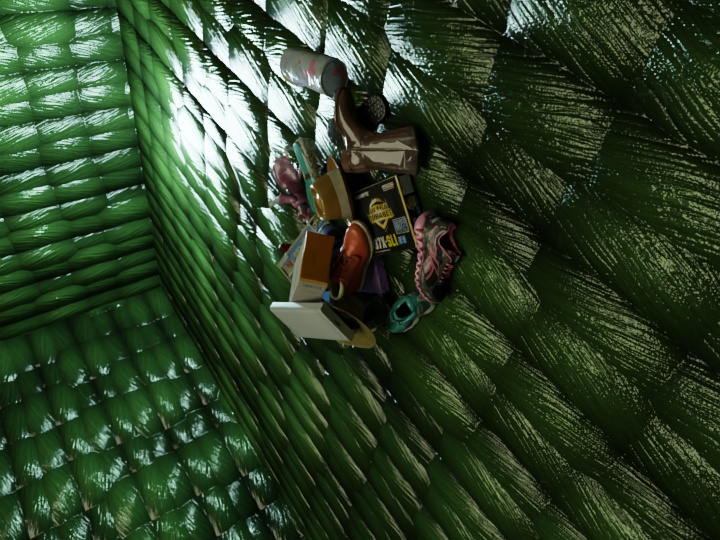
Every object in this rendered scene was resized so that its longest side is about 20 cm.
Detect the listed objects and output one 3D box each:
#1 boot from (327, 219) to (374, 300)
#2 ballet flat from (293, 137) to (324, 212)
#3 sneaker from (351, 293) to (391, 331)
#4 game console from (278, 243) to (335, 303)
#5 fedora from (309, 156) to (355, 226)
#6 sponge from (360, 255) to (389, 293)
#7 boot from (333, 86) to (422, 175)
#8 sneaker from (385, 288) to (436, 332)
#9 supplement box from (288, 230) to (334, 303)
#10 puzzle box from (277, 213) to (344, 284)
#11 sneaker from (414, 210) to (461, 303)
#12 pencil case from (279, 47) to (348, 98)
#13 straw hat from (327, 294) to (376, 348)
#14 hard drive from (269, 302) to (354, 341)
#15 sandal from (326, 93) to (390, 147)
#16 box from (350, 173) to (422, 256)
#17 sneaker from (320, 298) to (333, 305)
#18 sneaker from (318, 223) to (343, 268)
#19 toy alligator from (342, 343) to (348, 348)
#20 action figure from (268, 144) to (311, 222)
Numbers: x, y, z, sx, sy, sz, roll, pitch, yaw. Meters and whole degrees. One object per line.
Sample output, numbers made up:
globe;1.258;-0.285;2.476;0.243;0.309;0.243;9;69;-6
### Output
boot;-0.028;-0.020;1.289;0.074;0.107;0.203;29;129;30
ballet flat;-0.119;-0.256;1.435;0.075;0.063;0.203;10;119;57
sneaker;0.021;0.126;1.426;0.074;0.080;0.200;58;148;16
game console;-0.160;0.028;1.633;0.200;0.171;0.119;49;118;30
fedora;-0.075;-0.180;1.336;0.201;0.081;0.204;161;90;-81
sponge;0.000;0.000;1.432;0.199;0.029;0.113;2;108;59
boot;0.042;-0.292;1.123;0.198;0.064;0.189;7;115;39
sneaker;0.100;0.097;1.282;0.078;0.079;0.200;60;149;14
supplement box;-0.123;0.007;1.339;0.200;0.072;0.128;124;154;-63
puzzle box;-0.138;-0.051;1.502;0.201;0.025;0.133;-52;52;9
sneaker;0.166;-0.019;1.121;0.094;0.079;0.203;15;122;41
pencil case;-0.113;-0.466;1.273;0.199;0.082;0.092;34;129;44
straw hat;-0.034;0.108;1.366;0.198;0.086;0.202;22;151;13
hard drive;-0.124;0.127;1.359;0.198;0.027;0.132;-2;139;45
sandal;0.000;-0.333;1.220;0.199;0.048;0.076;-13;99;47
box;0.065;-0.123;1.235;0.199;0.049;0.162;-7;103;59
sneaker;-0.105;0.109;1.537;0.200;0.079;0.075;47;-135;-68
sneaker;-0.057;-0.027;1.413;0.082;0.073;0.203;30;139;53
toy alligator;-0.029;0.153;1.541;0.054;0.059;0.203;40;140;47
action figure;-0.173;-0.222;1.517;0.149;0.133;0.202;-46;57;29
